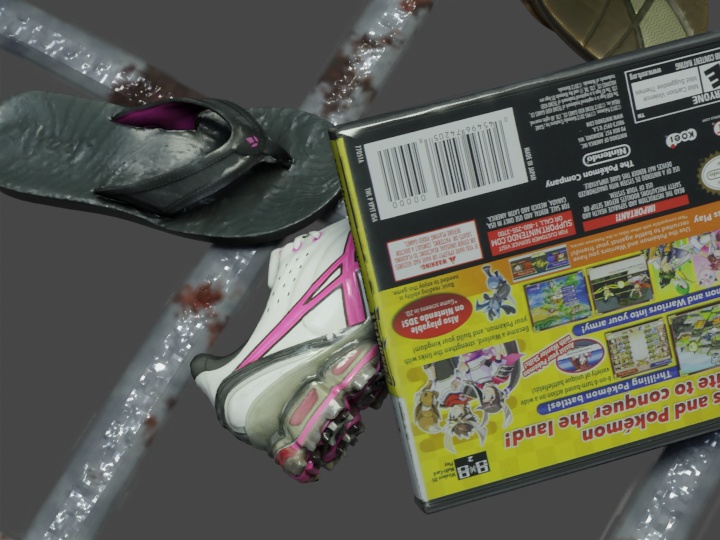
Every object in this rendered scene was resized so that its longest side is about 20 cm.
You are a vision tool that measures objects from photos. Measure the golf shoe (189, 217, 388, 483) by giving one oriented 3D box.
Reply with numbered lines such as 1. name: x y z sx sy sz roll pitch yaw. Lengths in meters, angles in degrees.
1. golf shoe: 0.000 0.000 0.874 0.092 0.073 0.200 35 78 18

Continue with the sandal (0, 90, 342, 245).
1. sandal: -0.103 -0.057 0.919 0.199 0.048 0.076 4 70 8

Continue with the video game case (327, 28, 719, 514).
1. video game case: 0.101 -0.001 0.830 0.199 0.025 0.182 -15 98 -9

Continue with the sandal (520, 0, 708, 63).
1. sandal: 0.104 -0.156 0.934 0.082 0.055 0.200 -39 56 -15
